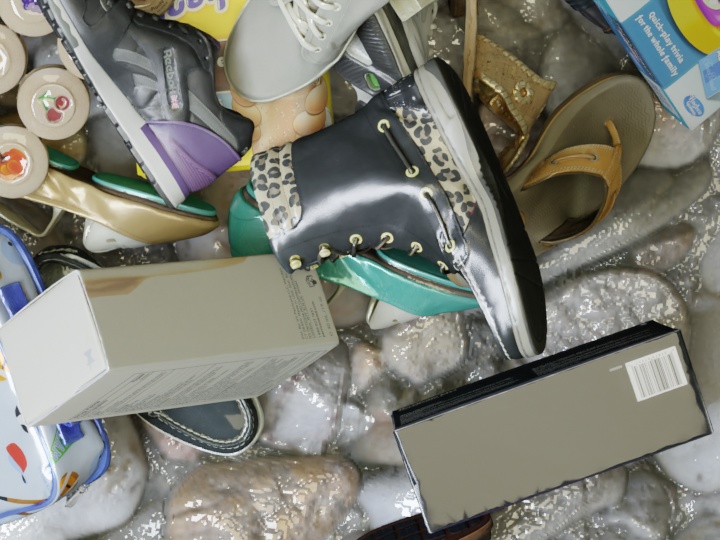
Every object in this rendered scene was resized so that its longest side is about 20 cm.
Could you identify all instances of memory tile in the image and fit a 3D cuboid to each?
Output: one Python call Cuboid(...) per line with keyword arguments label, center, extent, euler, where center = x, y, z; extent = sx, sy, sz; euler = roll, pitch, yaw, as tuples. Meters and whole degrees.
Cuboid(label="memory tile", center=(-0.231, -0.159, 1.641), extent=(0.153, 0.017, 0.200), euler=(35, 102, -11))

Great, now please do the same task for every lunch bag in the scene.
Cuboid(label="lunch bag", center=(-0.253, 0.077, 1.669), extent=(0.160, 0.075, 0.201), euler=(-21, 94, 40))

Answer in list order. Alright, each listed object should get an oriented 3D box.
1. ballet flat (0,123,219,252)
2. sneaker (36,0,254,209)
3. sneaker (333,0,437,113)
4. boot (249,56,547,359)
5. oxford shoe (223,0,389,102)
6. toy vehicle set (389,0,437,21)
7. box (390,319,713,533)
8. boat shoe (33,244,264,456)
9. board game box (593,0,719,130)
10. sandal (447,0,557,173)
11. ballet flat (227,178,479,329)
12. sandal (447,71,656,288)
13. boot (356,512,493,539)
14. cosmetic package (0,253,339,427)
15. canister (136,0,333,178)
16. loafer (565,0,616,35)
Cuboid(label="ballet flat", center=(-0.194, -0.047, 1.710), extent=(0.199, 0.069, 0.063), euler=(21, 101, 9))
Cuboid(label="sneaker", center=(-0.142, -0.145, 1.612), extent=(0.087, 0.076, 0.201), euler=(-33, 113, -4))
Cuboid(label="sneaker", center=(0.041, -0.142, 1.696), extent=(0.075, 0.116, 0.201), euler=(0, 128, 36))
Cuboid(label="boot", center=(0.026, -0.018, 1.614), extent=(0.153, 0.073, 0.205), euler=(-23, 81, 14))
Cuboid(label="oxford shoe", center=(-0.025, -0.175, 1.585), extent=(0.200, 0.058, 0.075), euler=(-37, 90, 34))
Cuboid(label="toy vehicle set", center=(0.067, -0.266, 1.664), extent=(0.200, 0.026, 0.125), euler=(-36, 92, -32))
Cuboid(label="box", center=(0.125, 0.102, 1.670), extent=(0.199, 0.141, 0.079), euler=(-19, 94, 1))
Cuboid(label="boat shoe", center=(-0.152, 0.059, 1.709), extent=(0.199, 0.060, 0.076), euler=(35, 92, -1))
Cuboid(label="board game box", center=(0.256, -0.216, 1.668), extent=(0.200, 0.047, 0.151), euler=(-40, 125, 0))
Cuboid(label="sandal", center=(0.100, -0.135, 1.696), extent=(0.069, 0.078, 0.214), euler=(-6, 86, 3))
Cuboid(label="ballet flat", center=(0.000, 0.000, 1.713), extent=(0.199, 0.067, 0.071), euler=(21, 116, 0))
Cuboid(label="sandal", center=(0.138, -0.054, 1.679), extent=(0.200, 0.054, 0.081), euler=(-41, 123, -23))
Cuboid(label="boot", center=(0.014, 0.241, 1.720), extent=(0.199, 0.075, 0.097), euler=(-25, 109, 1))
Cuboid(label="cosmetic package", center=(-0.124, 0.043, 1.620), extent=(0.105, 0.199, 0.072), euler=(-32, 70, 41))
Cuboid(label="canister", center=(-0.092, -0.169, 1.691), extent=(0.147, 0.087, 0.202), euler=(-5, 93, 2))
Cuboid(label="loafer", center=(0.216, -0.250, 1.703), extent=(0.072, 0.073, 0.200), euler=(39, 96, -23))
